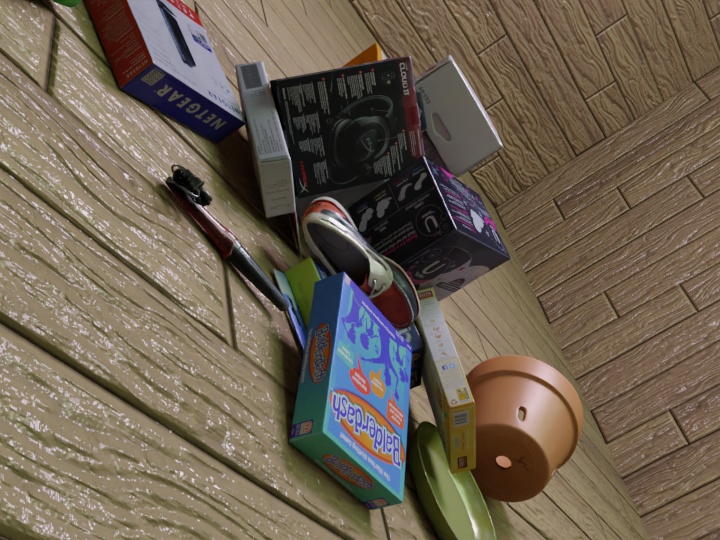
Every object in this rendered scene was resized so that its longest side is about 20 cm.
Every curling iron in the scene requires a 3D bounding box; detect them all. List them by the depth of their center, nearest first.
[{"bbox_3d":[-0.138,-0.028,0.905,0.049,0.026,0.201,14,-36,55],"label":"curling iron"}]

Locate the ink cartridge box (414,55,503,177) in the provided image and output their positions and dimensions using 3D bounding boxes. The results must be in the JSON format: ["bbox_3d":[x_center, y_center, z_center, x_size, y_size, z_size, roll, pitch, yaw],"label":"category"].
[{"bbox_3d":[0.138,-0.232,1.273,0.146,0.083,0.200,56,14,-10],"label":"ink cartridge box"}]

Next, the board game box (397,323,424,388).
[{"bbox_3d":[0.033,0.052,1.201,0.136,0.034,0.202,86,-18,-61],"label":"board game box"}]

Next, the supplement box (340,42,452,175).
[{"bbox_3d":[0.050,-0.218,1.267,0.201,0.073,0.127,53,15,-21],"label":"supplement box"}]

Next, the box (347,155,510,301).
[{"bbox_3d":[0.096,-0.047,1.163,0.199,0.131,0.116,21,42,-58],"label":"box"}]

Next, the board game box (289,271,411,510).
[{"bbox_3d":[-0.003,0.127,0.923,0.152,0.044,0.202,48,35,-38],"label":"board game box"}]

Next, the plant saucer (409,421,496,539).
[{"bbox_3d":[0.115,0.294,1.117,0.201,0.031,0.201,53,17,-24],"label":"plant saucer"}]

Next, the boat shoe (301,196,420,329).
[{"bbox_3d":[0.000,0.000,1.046,0.201,0.071,0.063,51,19,-16],"label":"boat shoe"}]

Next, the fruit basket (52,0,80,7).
[{"bbox_3d":[-0.303,-0.372,0.842,0.215,0.154,0.218,34,41,-36],"label":"fruit basket"}]

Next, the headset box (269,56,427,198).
[{"bbox_3d":[-0.006,-0.190,1.125,0.077,0.197,0.152,-144,-139,-71],"label":"headset box"}]

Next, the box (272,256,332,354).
[{"bbox_3d":[-0.025,0.064,1.070,0.200,0.047,0.123,34,29,-60],"label":"box"}]

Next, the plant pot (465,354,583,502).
[{"bbox_3d":[0.227,0.249,1.301,0.202,0.198,0.140,56,32,-10],"label":"plant pot"}]

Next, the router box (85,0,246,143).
[{"bbox_3d":[-0.232,-0.262,1.013,0.182,0.048,0.200,64,15,18],"label":"router box"}]

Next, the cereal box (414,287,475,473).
[{"bbox_3d":[0.109,0.143,1.142,0.145,0.039,0.202,82,-5,-46],"label":"cereal box"}]

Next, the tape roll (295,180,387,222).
[{"bbox_3d":[-0.012,-0.124,1.297,0.204,0.138,0.203,53,15,-21],"label":"tape roll"}]

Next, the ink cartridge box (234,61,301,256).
[{"bbox_3d":[-0.121,-0.143,1.132,0.175,0.043,0.202,89,-13,-48],"label":"ink cartridge box"}]
